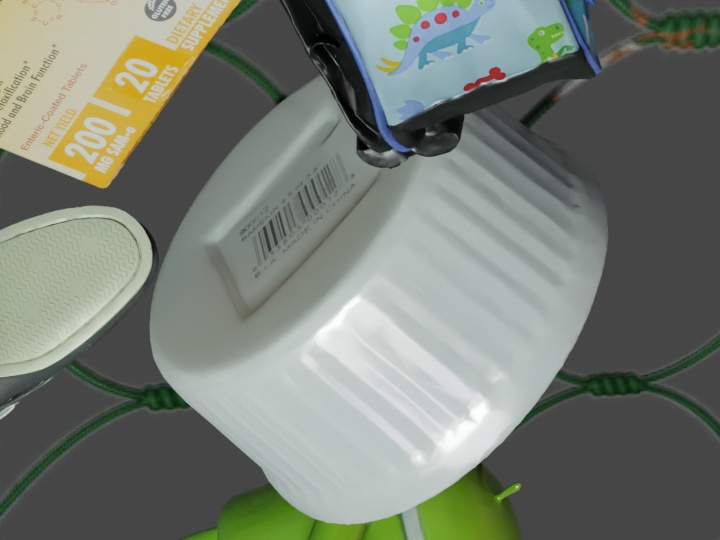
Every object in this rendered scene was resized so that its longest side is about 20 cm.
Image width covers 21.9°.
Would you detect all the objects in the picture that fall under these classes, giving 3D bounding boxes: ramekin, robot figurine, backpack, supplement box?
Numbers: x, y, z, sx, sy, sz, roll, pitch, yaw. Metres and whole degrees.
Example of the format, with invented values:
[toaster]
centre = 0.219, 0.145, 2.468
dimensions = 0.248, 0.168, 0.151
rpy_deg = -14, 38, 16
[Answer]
[ramekin]
centre = 0.000, 0.000, 0.807
dimensions = 0.200, 0.201, 0.098
rpy_deg = -37, 122, 25
[robot figurine]
centre = -0.001, 0.162, 1.020
dimensions = 0.200, 0.116, 0.176
rpy_deg = -17, 144, 6
[backpack]
centre = 0.016, -0.172, 0.649
dimensions = 0.147, 0.183, 0.200
rpy_deg = -26, 128, 6
[supplement box]
centre = -0.159, -0.128, 0.734
dimensions = 0.200, 0.074, 0.126
rpy_deg = 22, 127, -27

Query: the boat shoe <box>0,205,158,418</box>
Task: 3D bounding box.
[boat shoe]
centre = -0.179, 0.032, 0.911
dimensions = 0.200, 0.072, 0.068
rpy_deg = -35, 169, 14
